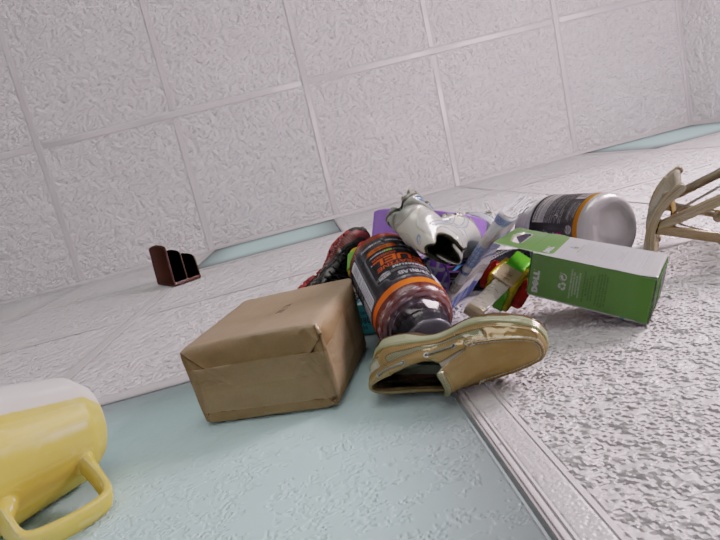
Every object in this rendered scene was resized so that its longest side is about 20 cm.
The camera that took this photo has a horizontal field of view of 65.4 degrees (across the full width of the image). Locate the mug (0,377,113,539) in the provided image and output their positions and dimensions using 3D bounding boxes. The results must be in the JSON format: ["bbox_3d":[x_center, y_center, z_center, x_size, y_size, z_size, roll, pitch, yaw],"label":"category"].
[{"bbox_3d":[-0.337,0.195,0.561,0.149,0.188,0.152,-45,-18,32],"label":"mug"}]

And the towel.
[{"bbox_3d":[0.182,-0.018,0.838,0.024,0.202,0.146,36,30,14],"label":"towel"}]

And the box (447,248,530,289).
[{"bbox_3d":[0.199,-0.003,1.037,0.142,0.037,0.198,-24,16,-40],"label":"box"}]

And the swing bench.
[{"bbox_3d":[0.522,-0.094,0.829,0.197,0.132,0.198,-8,13,30],"label":"swing bench"}]

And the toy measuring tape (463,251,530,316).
[{"bbox_3d":[0.183,0.036,0.759,0.073,0.075,0.199,-5,19,38],"label":"toy measuring tape"}]

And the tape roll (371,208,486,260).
[{"bbox_3d":[0.117,-0.060,0.973,0.195,0.067,0.200,5,-2,0],"label":"tape roll"}]

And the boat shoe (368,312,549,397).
[{"bbox_3d":[0.100,0.102,0.593,0.197,0.073,0.076,-17,23,26],"label":"boat shoe"}]

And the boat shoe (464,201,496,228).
[{"bbox_3d":[0.303,-0.123,1.384,0.085,0.075,0.202,-34,8,-11],"label":"boat shoe"}]

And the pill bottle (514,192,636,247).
[{"bbox_3d":[0.362,-0.074,0.970,0.114,0.119,0.200,-17,11,-17],"label":"pill bottle"}]

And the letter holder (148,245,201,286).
[{"bbox_3d":[-0.660,-0.031,1.977,0.099,0.145,0.198,-21,13,-34],"label":"letter holder"}]

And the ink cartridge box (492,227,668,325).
[{"bbox_3d":[0.276,0.000,0.717,0.197,0.061,0.103,15,24,31],"label":"ink cartridge box"}]

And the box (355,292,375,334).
[{"bbox_3d":[0.020,0.064,0.892,0.196,0.050,0.082,-10,12,20],"label":"box"}]

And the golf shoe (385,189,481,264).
[{"bbox_3d":[0.119,-0.035,0.787,0.198,0.098,0.079,13,-54,-45],"label":"golf shoe"}]

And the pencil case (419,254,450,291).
[{"bbox_3d":[0.072,0.015,1.004,0.085,0.085,0.199,-43,22,-25],"label":"pencil case"}]

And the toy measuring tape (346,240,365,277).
[{"bbox_3d":[0.000,0.000,0.913,0.072,0.075,0.200,-18,-8,-23],"label":"toy measuring tape"}]

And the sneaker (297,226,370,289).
[{"bbox_3d":[-0.044,0.012,1.018,0.201,0.070,0.098,-51,23,7],"label":"sneaker"}]

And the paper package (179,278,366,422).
[{"bbox_3d":[-0.101,0.099,0.734,0.187,0.106,0.200,-11,12,14],"label":"paper package"}]

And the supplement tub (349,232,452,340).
[{"bbox_3d":[0.056,0.038,0.741,0.105,0.109,0.201,-15,33,-9],"label":"supplement tub"}]
